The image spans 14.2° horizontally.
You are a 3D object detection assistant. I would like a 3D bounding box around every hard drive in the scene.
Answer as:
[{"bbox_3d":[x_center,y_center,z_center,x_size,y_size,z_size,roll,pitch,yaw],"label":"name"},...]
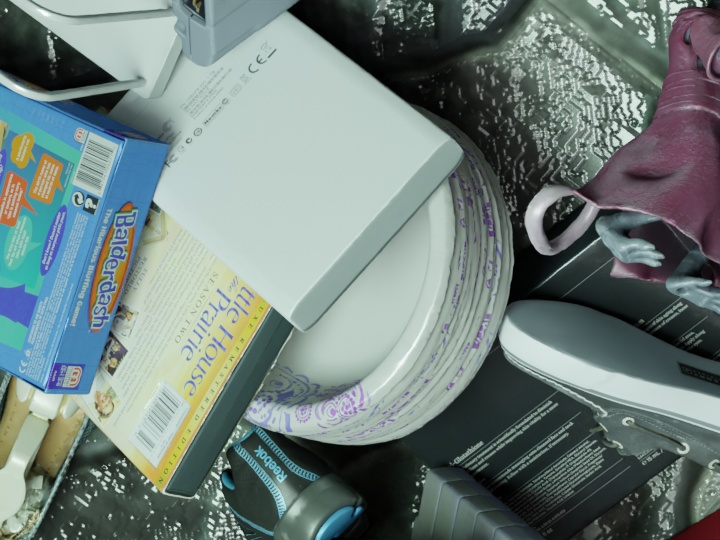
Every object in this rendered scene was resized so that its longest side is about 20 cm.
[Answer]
[{"bbox_3d":[-0.050,-0.069,1.618,0.132,0.200,0.027,-48,141,-3],"label":"hard drive"}]

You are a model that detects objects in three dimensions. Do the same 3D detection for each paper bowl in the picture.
[{"bbox_3d":[0.000,0.000,1.664,0.201,0.201,0.104,-47,145,21],"label":"paper bowl"}]

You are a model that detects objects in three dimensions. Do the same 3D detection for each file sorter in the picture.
[{"bbox_3d":[-0.157,-0.209,1.590,0.139,0.124,0.201,36,116,22],"label":"file sorter"}]

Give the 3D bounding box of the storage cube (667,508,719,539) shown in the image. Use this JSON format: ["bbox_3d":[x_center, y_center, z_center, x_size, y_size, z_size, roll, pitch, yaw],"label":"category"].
[{"bbox_3d":[0.211,0.274,1.743,0.199,0.180,0.171,-33,105,19],"label":"storage cube"}]

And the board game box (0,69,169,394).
[{"bbox_3d":[-0.216,-0.036,1.666,0.199,0.045,0.153,25,101,31],"label":"board game box"}]

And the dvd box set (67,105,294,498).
[{"bbox_3d":[-0.124,0.016,1.673,0.029,0.200,0.147,16,109,-49],"label":"dvd box set"}]

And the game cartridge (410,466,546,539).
[{"bbox_3d":[0.061,0.229,1.688,0.038,0.130,0.201,2,110,-25],"label":"game cartridge"}]

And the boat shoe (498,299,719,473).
[{"bbox_3d":[0.164,0.078,1.647,0.199,0.070,0.067,17,116,-13],"label":"boat shoe"}]

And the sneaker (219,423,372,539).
[{"bbox_3d":[-0.041,0.140,1.736,0.073,0.200,0.082,-41,80,-15],"label":"sneaker"}]

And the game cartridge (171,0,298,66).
[{"bbox_3d":[-0.048,-0.214,1.572,0.041,0.133,0.201,34,149,23],"label":"game cartridge"}]

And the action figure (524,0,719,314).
[{"bbox_3d":[0.188,-0.082,1.623,0.148,0.134,0.201,8,71,15],"label":"action figure"}]

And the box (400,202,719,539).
[{"bbox_3d":[0.129,0.059,1.718,0.200,0.079,0.141,-38,107,20],"label":"box"}]

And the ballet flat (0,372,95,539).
[{"bbox_3d":[-0.194,0.090,1.776,0.074,0.074,0.201,20,113,-2],"label":"ballet flat"}]
